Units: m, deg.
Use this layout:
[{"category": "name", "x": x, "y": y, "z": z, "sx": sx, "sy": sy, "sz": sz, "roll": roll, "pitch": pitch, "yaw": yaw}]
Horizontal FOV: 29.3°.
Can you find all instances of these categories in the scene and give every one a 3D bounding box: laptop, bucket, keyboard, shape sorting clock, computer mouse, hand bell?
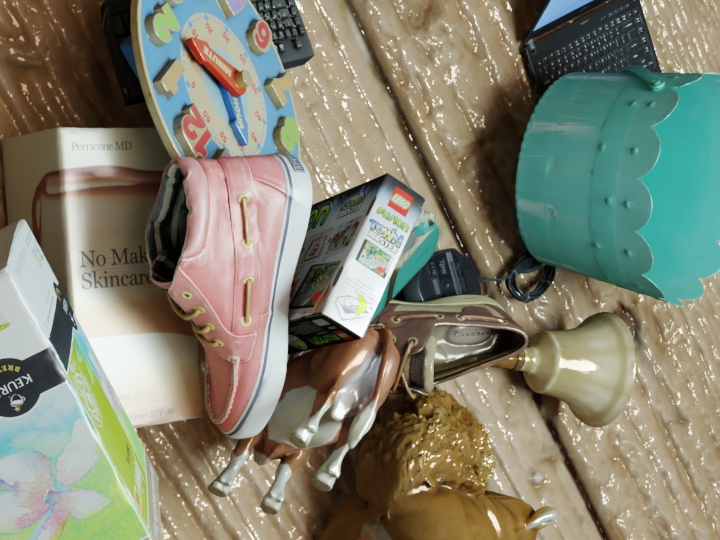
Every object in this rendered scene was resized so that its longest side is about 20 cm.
[{"category": "laptop", "x": 0.246, "y": -0.217, "z": 1.272, "sx": 0.177, "sy": 0.103, "sz": 0.200, "roll": -31, "pitch": 107, "yaw": -35}, {"category": "bucket", "x": 0.237, "y": -0.080, "z": 1.199, "sx": 0.207, "sy": 0.135, "sz": 0.207, "roll": -22, "pitch": 118, "yaw": -48}, {"category": "keyboard", "x": -0.101, "y": -0.152, "z": 1.014, "sx": 0.200, "sy": 0.021, "sz": 0.127, "roll": -24, "pitch": 100, "yaw": -49}, {"category": "shape sorting clock", "x": -0.093, "y": -0.127, "z": 0.950, "sx": 0.200, "sy": 0.039, "sz": 0.200, "roll": 35, "pitch": 49, "yaw": -52}, {"category": "computer mouse", "x": 0.102, "y": 0.009, "z": 1.199, "sx": 0.200, "sy": 0.034, "sz": 0.059, "roll": -7, "pitch": 81, "yaw": -44}, {"category": "hand bell", "x": 0.127, "y": 0.076, "z": 1.194, "sx": 0.200, "sy": 0.104, "sz": 0.104, "roll": 8, "pitch": 83, "yaw": -25}]

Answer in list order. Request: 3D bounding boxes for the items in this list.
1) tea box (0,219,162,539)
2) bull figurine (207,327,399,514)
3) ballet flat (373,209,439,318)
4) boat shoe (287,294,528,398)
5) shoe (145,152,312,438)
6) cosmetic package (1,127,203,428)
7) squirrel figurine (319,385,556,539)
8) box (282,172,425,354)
[{"category": "tea box", "x": -0.243, "y": 0.109, "z": 0.795, "sx": 0.200, "sy": 0.134, "sz": 0.197, "roll": -26, "pitch": 107, "yaw": -3}, {"category": "bull figurine", "x": -0.043, "y": 0.106, "z": 0.972, "sx": 0.065, "sy": 0.200, "sz": 0.121, "roll": 33, "pitch": 51, "yaw": -11}, {"category": "ballet flat", "x": 0.000, "y": 0.000, "z": 1.058, "sx": 0.200, "sy": 0.064, "sz": 0.076, "roll": -42, "pitch": 152, "yaw": -60}, {"category": "boat shoe", "x": 0.039, "y": 0.064, "z": 1.085, "sx": 0.200, "sy": 0.072, "sz": 0.072, "roll": -6, "pitch": 108, "yaw": -22}, {"category": "shoe", "x": -0.096, "y": 0.019, "z": 0.891, "sx": 0.091, "sy": 0.071, "sz": 0.200, "roll": -1, "pitch": 114, "yaw": -32}, {"category": "cosmetic package", "x": -0.174, "y": 0.005, "z": 0.933, "sx": 0.103, "sy": 0.087, "sz": 0.200, "roll": -7, "pitch": 93, "yaw": -39}, {"category": "squirrel figurine", "x": 0.074, "y": 0.192, "z": 1.101, "sx": 0.187, "sy": 0.141, "sz": 0.200, "roll": -5, "pitch": 94, "yaw": -45}, {"category": "box", "x": -0.038, "y": 0.004, "z": 0.970, "sx": 0.035, "sy": 0.200, "sz": 0.110, "roll": 33, "pitch": 68, "yaw": -20}]
